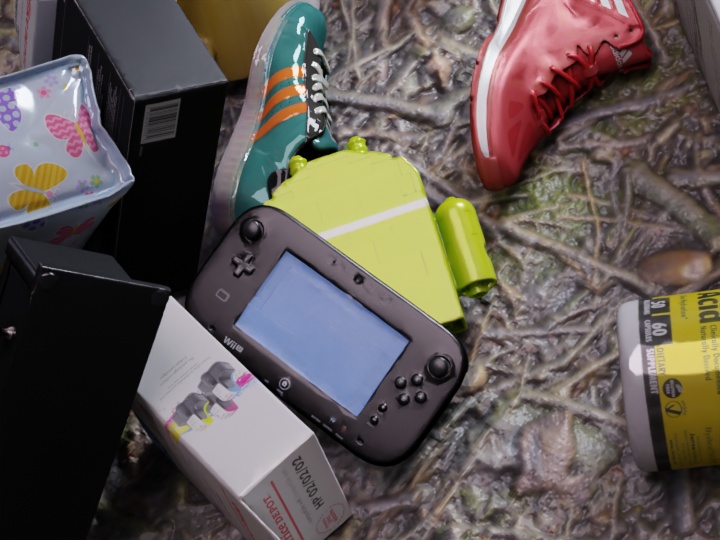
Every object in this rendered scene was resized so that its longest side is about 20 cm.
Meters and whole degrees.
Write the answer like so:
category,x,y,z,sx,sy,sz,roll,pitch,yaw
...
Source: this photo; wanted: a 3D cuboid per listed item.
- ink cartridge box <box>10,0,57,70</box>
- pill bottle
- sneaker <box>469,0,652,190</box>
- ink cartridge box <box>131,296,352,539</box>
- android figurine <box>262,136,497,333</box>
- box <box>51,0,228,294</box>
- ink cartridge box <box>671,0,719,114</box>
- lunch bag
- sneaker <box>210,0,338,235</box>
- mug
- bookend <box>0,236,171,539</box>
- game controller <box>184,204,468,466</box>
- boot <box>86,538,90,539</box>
category,x,y,z,sx,sy,sz,roll,pitch,yaw
ink cartridge box,-0.227,-0.254,1.539,0.087,0.146,0.202,-9,66,-15
pill bottle,0.267,0.063,1.274,0.198,0.112,0.112,-7,55,10
sneaker,0.150,-0.145,1.471,0.114,0.079,0.201,2,59,19
ink cartridge box,-0.076,0.122,1.329,0.068,0.115,0.200,-40,56,-13
android figurine,0.000,0.000,1.412,0.181,0.041,0.201,-20,68,3
box,-0.167,-0.096,1.445,0.078,0.201,0.141,-15,50,-28
ink cartridge box,0.279,-0.174,1.409,0.083,0.146,0.201,-18,54,4
lunch bag,-0.278,-0.054,1.368,0.199,0.170,0.128,-21,80,-26
sneaker,-0.047,-0.111,1.512,0.079,0.071,0.202,8,66,19
mug,-0.111,-0.240,1.551,0.148,0.154,0.187,-20,48,-6
bookend,-0.229,0.056,1.334,0.199,0.091,0.201,44,117,54
game controller,-0.025,0.044,1.360,0.199,0.042,0.105,36,81,18
boot,-0.215,0.252,1.310,0.154,0.074,0.200,-32,57,-12
